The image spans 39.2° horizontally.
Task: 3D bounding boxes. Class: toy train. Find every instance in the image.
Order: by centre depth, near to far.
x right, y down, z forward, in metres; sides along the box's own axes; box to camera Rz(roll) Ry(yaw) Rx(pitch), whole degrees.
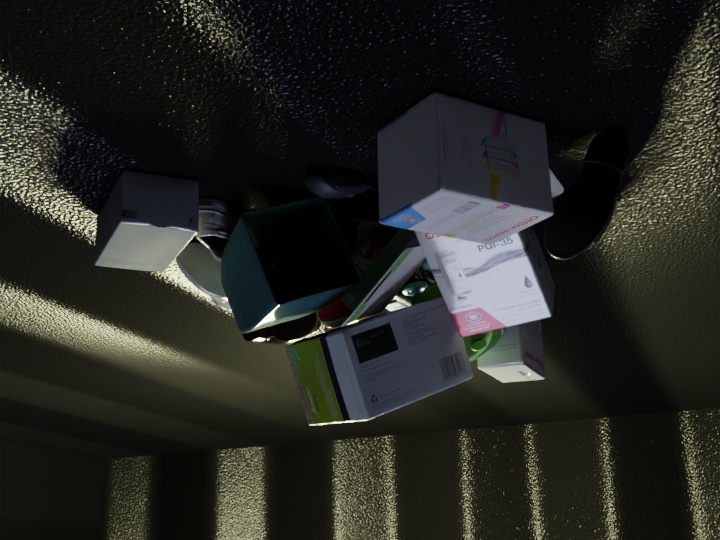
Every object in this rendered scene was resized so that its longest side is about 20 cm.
[{"bbox_3d":[0.081,0.031,1.741,0.114,0.087,0.200,-23,155,22],"label":"toy train"}]

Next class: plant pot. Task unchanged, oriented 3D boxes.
[{"bbox_3d":[-0.124,0.007,1.493,0.141,0.142,0.200,-15,164,-32],"label":"plant pot"}]

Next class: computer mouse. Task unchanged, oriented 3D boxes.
[{"bbox_3d":[0.008,-0.107,1.421,0.199,0.034,0.059,10,158,-31],"label":"computer mouse"}]

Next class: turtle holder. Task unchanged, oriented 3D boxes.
[{"bbox_3d":[0.155,0.084,1.636,0.186,0.141,0.131,-48,166,33],"label":"turtle holder"}]

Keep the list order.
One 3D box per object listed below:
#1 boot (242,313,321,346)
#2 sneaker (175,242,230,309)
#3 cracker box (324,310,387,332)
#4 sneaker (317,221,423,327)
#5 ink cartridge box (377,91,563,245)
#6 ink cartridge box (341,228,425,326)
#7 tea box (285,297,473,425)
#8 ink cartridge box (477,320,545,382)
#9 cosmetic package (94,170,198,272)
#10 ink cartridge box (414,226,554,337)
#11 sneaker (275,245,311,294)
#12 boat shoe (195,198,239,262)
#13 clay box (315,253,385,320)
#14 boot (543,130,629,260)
[{"bbox_3d":[-0.110,0.097,1.752,0.097,0.075,0.199,16,165,-39],"label":"boot"},{"bbox_3d":[-0.237,0.027,1.691,0.200,0.076,0.088,36,151,-29],"label":"sneaker"},{"bbox_3d":[0.012,0.103,1.901,0.057,0.135,0.199,-14,159,34],"label":"cracker box"},{"bbox_3d":[0.000,0.000,1.581,0.200,0.071,0.113,-38,141,-1],"label":"sneaker"},{"bbox_3d":[0.137,-0.118,1.246,0.199,0.126,0.128,9,160,-32],"label":"ink cartridge box"},{"bbox_3d":[0.031,0.005,1.449,0.146,0.048,0.200,-51,167,13],"label":"ink cartridge box"},{"bbox_3d":[0.026,0.138,1.533,0.199,0.135,0.196,-16,179,-30],"label":"tea box"},{"bbox_3d":[0.256,0.082,1.745,0.083,0.202,0.145,-10,160,24],"label":"ink cartridge box"},{"bbox_3d":[-0.310,-0.066,1.451,0.112,0.082,0.200,7,159,-25],"label":"cosmetic package"},{"bbox_3d":[0.176,-0.019,1.435,0.146,0.083,0.201,-15,119,22],"label":"ink cartridge box"},{"bbox_3d":[-0.116,-0.021,1.630,0.066,0.091,0.199,-8,-165,-39],"label":"sneaker"},{"bbox_3d":[-0.202,-0.046,1.540,0.071,0.066,0.200,-5,161,10],"label":"boat shoe"},{"bbox_3d":[-0.019,0.035,1.723,0.047,0.116,0.200,-10,161,25],"label":"clay box"},{"bbox_3d":[0.303,-0.071,1.328,0.069,0.201,0.174,26,164,19],"label":"boot"}]
